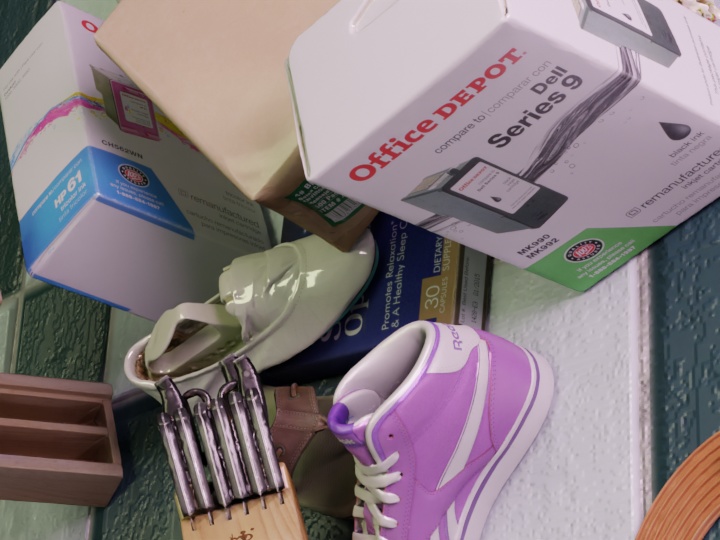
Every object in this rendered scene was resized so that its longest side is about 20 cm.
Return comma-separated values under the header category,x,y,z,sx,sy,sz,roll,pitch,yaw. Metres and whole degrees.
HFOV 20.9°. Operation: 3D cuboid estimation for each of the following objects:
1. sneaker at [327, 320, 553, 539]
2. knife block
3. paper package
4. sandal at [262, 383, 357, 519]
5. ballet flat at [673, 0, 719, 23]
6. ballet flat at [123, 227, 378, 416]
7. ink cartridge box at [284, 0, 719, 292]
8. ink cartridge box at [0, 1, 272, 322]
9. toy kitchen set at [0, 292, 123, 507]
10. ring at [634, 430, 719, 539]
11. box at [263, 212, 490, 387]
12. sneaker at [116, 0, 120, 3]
category,x,y,z,sx,sy,sz,roll,pitch,yaw
sneaker,0.011,0.117,1.040,0.073,0.114,0.201,30,98,51
knife block,-0.061,0.153,1.089,0.064,0.200,0.176,-15,29,-1
paper package,-0.023,-0.148,1.123,0.200,0.103,0.191,-50,53,7
sandal,-0.042,0.102,1.158,0.201,0.057,0.080,-4,71,50
ballet flat,0.169,-0.210,1.042,0.064,0.076,0.200,-8,76,41
ballet flat,-0.073,0.029,1.176,0.200,0.069,0.069,-36,48,37
ink cartridge box,0.084,-0.081,0.971,0.146,0.200,0.084,-38,48,35
ink cartridge box,-0.153,-0.069,1.302,0.085,0.145,0.200,-47,40,27
toy kitchen set,-0.231,0.028,1.290,0.200,0.180,0.163,-57,36,40
ring,0.188,0.155,0.880,0.200,0.019,0.200,-27,54,43
box,0.000,0.000,1.178,0.200,0.032,0.121,-17,61,48
sneaker,-0.174,-0.251,1.491,0.076,0.075,0.200,-53,29,32
